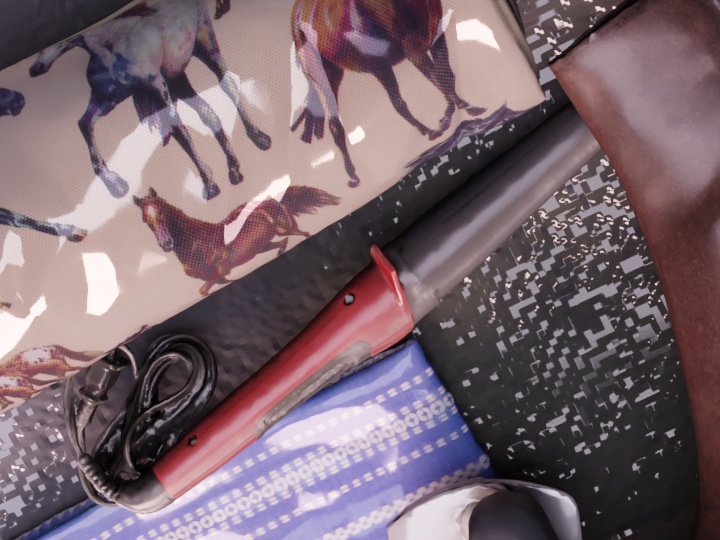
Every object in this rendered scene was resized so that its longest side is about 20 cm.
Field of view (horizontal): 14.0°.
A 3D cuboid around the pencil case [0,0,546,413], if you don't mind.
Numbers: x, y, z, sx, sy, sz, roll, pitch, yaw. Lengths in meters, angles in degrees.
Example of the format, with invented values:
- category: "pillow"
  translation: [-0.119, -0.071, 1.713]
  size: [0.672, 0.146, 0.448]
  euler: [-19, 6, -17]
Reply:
- category: "pencil case"
  translation: [-0.047, -0.040, 0.765]
  size: [0.200, 0.078, 0.089]
  euler: [-29, 107, 10]

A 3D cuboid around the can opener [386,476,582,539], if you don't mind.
- category: "can opener"
  translation: [0.045, 0.154, 0.805]
  size: [0.053, 0.067, 0.200]
  euler: [-7, 103, 3]

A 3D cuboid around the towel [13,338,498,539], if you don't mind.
- category: "towel"
  translation: [0.000, 0.136, 0.843]
  size: [0.145, 0.024, 0.200]
  euler: [-27, 103, 9]

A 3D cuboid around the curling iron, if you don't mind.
- category: "curling iron"
  translation: [0.000, 0.000, 0.798]
  size: [0.200, 0.026, 0.050]
  euler: [-34, 81, 9]

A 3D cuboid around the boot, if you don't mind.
- category: "boot"
  translation: [0.097, 0.012, 0.763]
  size: [0.200, 0.072, 0.166]
  euler: [-41, 99, -11]
